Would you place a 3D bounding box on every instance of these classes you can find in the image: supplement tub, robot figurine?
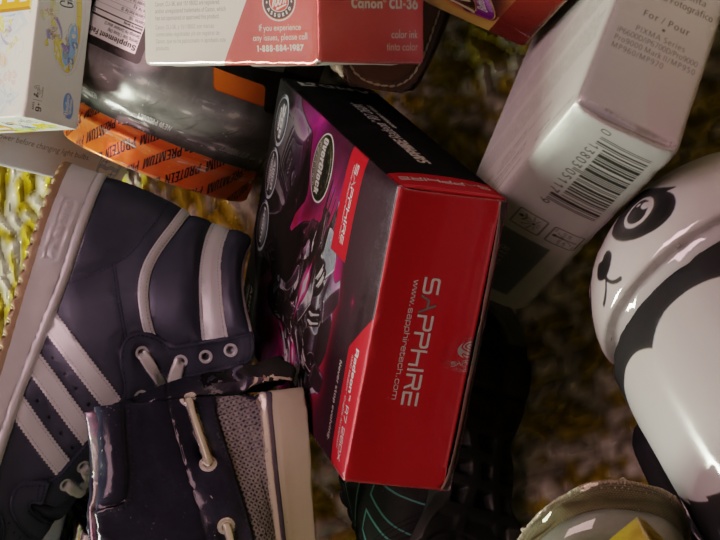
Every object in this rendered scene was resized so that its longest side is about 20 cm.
[{"bbox_3d":[-0.065,-0.142,1.237,0.122,0.122,0.200,28,100,43],"label":"supplement tub"},{"bbox_3d":[0.166,0.046,0.973,0.150,0.125,0.200,-32,58,9],"label":"robot figurine"}]

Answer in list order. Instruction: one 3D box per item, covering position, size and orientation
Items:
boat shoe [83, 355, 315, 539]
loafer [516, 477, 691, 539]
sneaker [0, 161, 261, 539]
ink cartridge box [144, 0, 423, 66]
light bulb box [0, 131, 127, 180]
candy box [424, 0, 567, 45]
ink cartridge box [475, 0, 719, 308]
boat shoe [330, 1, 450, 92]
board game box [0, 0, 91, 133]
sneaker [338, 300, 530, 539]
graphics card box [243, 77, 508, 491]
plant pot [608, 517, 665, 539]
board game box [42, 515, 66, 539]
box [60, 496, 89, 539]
[{"bbox_3d":[-0.064,0.139,1.065,0.075,0.093,0.200,144,121,-74],"label":"boat shoe"},{"bbox_3d":[0.086,0.120,1.018,0.200,0.075,0.070,106,172,-64],"label":"loafer"},{"bbox_3d":[-0.108,0.062,1.119,0.070,0.108,0.200,140,146,-85],"label":"sneaker"},{"bbox_3d":[-0.034,-0.188,1.108,0.116,0.067,0.200,5,97,46],"label":"ink cartridge box"},{"bbox_3d":[-0.182,-0.180,1.356,0.198,0.125,0.200,37,107,42],"label":"light bulb box"},{"bbox_3d":[0.096,-0.204,1.074,0.117,0.056,0.200,139,153,-77],"label":"candy box"},{"bbox_3d":[0.106,-0.101,1.056,0.200,0.057,0.163,-63,5,-29],"label":"ink cartridge box"},{"bbox_3d":[0.019,-0.179,1.145,0.074,0.075,0.200,-120,36,-77],"label":"boat shoe"},{"bbox_3d":[-0.181,-0.166,1.242,0.134,0.034,0.200,0,81,42],"label":"board game box"},{"bbox_3d":[0.030,0.108,1.138,0.079,0.075,0.200,-17,61,51],"label":"sneaker"},{"bbox_3d":[0.000,0.000,1.094,0.200,0.051,0.126,-130,48,-68],"label":"graphics card box"},{"bbox_3d":[0.100,0.239,0.906,0.176,0.200,0.200,-34,57,8],"label":"plant pot"},{"bbox_3d":[-0.157,0.078,1.255,0.200,0.041,0.200,-157,82,-82],"label":"board game box"},{"bbox_3d":[-0.130,0.169,1.213,0.200,0.035,0.110,179,103,-80],"label":"box"}]
